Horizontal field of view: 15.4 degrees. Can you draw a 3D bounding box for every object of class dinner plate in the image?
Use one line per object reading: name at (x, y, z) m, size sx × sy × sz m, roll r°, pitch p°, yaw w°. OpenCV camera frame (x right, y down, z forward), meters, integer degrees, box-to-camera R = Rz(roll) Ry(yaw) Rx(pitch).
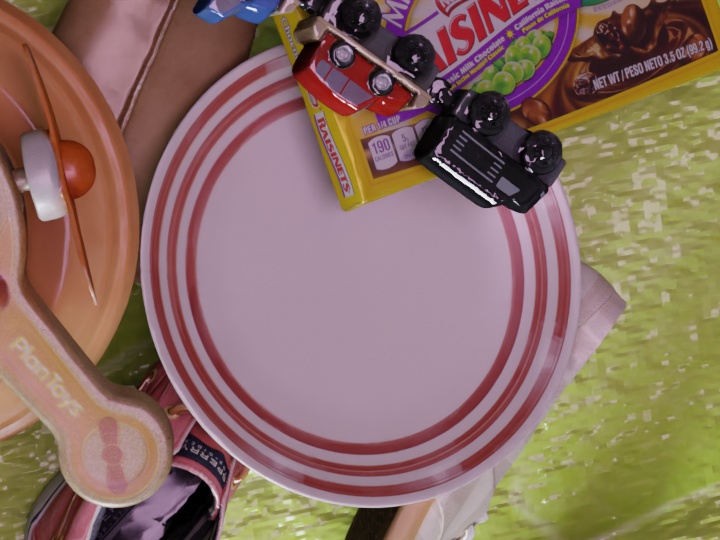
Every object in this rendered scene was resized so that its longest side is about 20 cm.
dinner plate at (0.000, 0.000, 1.120) m, size 0.199 × 0.024 × 0.201 m, roll 4°, pitch 79°, yaw -21°

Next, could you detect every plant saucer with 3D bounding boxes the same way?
plant saucer at (-0.190, -0.019, 1.069) m, size 0.199 × 0.037 × 0.201 m, roll 1°, pitch 99°, yaw 5°

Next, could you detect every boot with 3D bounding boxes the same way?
boot at (-0.113, -0.111, 1.095) m, size 0.175 × 0.066 × 0.201 m, roll 23°, pitch 94°, yaw -21°

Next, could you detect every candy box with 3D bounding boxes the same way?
candy box at (0.062, -0.105, 1.135) m, size 0.200 × 0.026 × 0.103 m, roll -22°, pitch 91°, yaw -26°

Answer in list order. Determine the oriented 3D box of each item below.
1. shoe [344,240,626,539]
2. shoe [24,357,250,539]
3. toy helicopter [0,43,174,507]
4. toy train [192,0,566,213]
shoe at (0.051, 0.081, 1.175) m, size 0.053 × 0.070 × 0.200 m, roll 30°, pitch 89°, yaw -11°
shoe at (-0.063, 0.067, 1.129) m, size 0.071 × 0.091 × 0.200 m, roll 41°, pitch 87°, yaw -19°
toy helicopter at (-0.137, 0.005, 1.023) m, size 0.132 × 0.079 × 0.200 m, roll -40°, pitch 104°, yaw 2°
toy train at (-0.003, -0.085, 1.072) m, size 0.200 × 0.034 × 0.046 m, roll 35°, pitch 82°, yaw -17°
